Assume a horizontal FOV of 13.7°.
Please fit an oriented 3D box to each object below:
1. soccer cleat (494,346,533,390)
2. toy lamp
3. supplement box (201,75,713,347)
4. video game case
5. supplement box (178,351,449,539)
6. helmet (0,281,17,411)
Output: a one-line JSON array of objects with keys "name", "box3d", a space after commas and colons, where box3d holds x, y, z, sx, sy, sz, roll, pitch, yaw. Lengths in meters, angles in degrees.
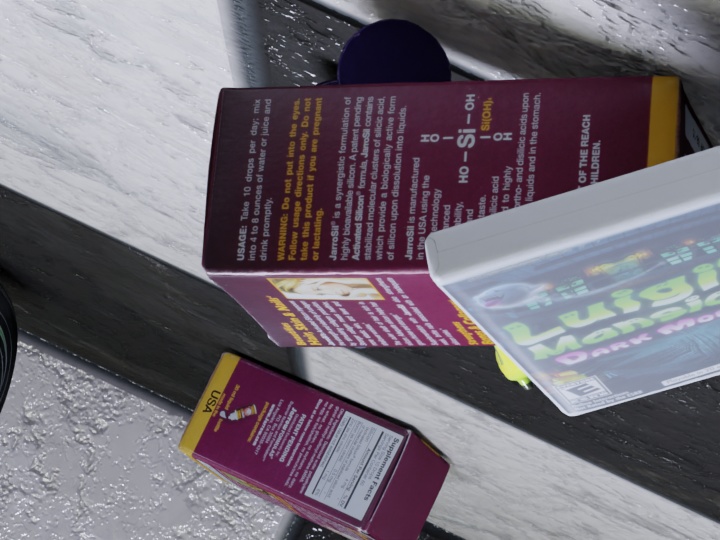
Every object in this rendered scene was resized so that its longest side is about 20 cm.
[{"name": "soccer cleat", "box3d": [0.093, 0.016, 1.687, 0.084, 0.065, 0.200, 55, 179, 8]}, {"name": "toy lamp", "box3d": [0.001, -0.072, 1.404, 0.058, 0.058, 0.200, 27, 171, -6]}, {"name": "supplement box", "box3d": [0.045, -0.023, 1.265, 0.199, 0.086, 0.110, 0, 162, 17]}, {"name": "video game case", "box3d": [0.146, -0.003, 1.150, 0.199, 0.023, 0.182, -16, 156, 15]}, {"name": "supplement box", "box3d": [-0.041, 0.166, 2.684, 0.200, 0.103, 0.131, 23, 170, 23]}, {"name": "helmet", "box3d": [-0.426, 0.060, 2.868, 0.199, 0.191, 0.200, -3, -168, 1]}]
